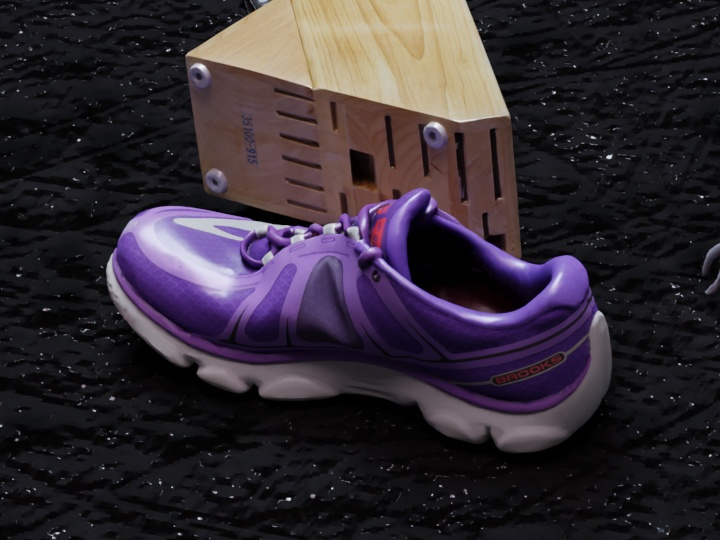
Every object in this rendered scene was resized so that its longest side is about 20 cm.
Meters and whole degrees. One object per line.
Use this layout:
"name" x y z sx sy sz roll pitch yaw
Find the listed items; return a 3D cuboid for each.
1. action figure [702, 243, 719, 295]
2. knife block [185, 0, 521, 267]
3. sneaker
"action figure" 0.204 -0.023 1.056 0.200 0.069 0.130 -18 24 41
"knife block" 0.022 -0.084 1.184 0.200 0.064 0.175 16 37 35
"sneaker" 0.000 0.000 1.081 0.200 0.084 0.081 11 40 20
